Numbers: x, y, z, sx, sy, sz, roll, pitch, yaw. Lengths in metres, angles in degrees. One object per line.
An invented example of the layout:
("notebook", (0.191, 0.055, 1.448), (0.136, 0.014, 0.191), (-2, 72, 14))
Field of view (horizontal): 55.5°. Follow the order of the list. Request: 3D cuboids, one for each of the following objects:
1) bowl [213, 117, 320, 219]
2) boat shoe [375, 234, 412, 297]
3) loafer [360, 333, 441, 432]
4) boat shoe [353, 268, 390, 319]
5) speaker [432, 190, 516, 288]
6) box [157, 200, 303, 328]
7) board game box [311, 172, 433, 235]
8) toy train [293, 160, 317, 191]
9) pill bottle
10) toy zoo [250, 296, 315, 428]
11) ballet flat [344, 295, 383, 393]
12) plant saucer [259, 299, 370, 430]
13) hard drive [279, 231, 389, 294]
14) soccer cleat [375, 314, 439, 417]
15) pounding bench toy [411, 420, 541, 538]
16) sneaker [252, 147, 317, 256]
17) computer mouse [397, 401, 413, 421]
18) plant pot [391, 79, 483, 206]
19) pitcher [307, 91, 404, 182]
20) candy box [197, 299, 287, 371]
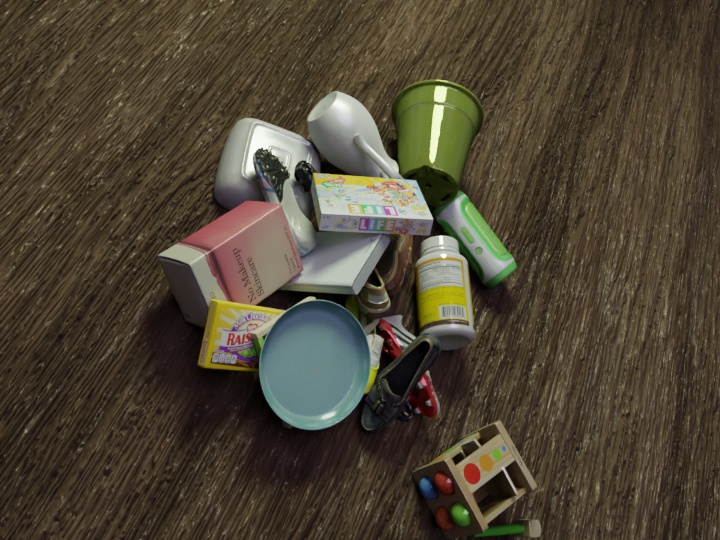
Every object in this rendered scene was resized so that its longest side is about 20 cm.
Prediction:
("bowl", (-0.164, -0.190, 1.290), (0.196, 0.075, 0.204), (20, 60, -18))
("boat shoe", (0.067, -0.034, 1.339), (0.068, 0.071, 0.203), (53, 39, -35))
("loafer", (0.061, 0.189, 1.165), (0.071, 0.063, 0.202), (38, 93, 15))
("boat shoe", (0.000, 0.000, 1.223), (0.070, 0.078, 0.200), (-17, 37, -22))
("speaker", (0.237, -0.065, 1.419), (0.088, 0.088, 0.202), (-33, 83, -34))
("box", (-0.210, -0.012, 1.130), (0.199, 0.107, 0.131), (-38, 122, -34))
("board game box", (0.017, -0.116, 1.197), (0.194, 0.035, 0.136), (2, 37, -14))
("toy train", (-0.059, -0.129, 1.287), (0.201, 0.033, 0.046), (50, 31, -33))
("pill bottle", (0.159, 0.041, 1.315), (0.106, 0.109, 0.205), (9, 63, -21))
("toy zoo", (-0.096, 0.165, 1.133), (0.130, 0.020, 0.205), (-31, 111, -36))
("ballet flat", (0.008, 0.115, 1.201), (0.066, 0.066, 0.204), (34, 36, -36))
("plant saucer", (-0.074, 0.150, 1.099), (0.195, 0.027, 0.207), (1, 89, -29))
("hard drive", (-0.058, -0.017, 1.196), (0.133, 0.196, 0.027), (-58, 133, -33))
("soccer cleat", (0.094, 0.169, 1.246), (0.084, 0.069, 0.202), (-19, 69, -42))
("pounding bench toy", (0.204, 0.394, 1.159), (0.154, 0.124, 0.203), (-24, 78, -32))
("sneaker", (-0.145, -0.117, 1.203), (0.071, 0.072, 0.204), (-23, 87, -55))
("computer mouse", (0.018, 0.200, 1.216), (0.198, 0.034, 0.059), (35, 55, -8))
("plant pot", (0.147, -0.242, 1.386), (0.196, 0.200, 0.194), (20, 57, -15))
("pitcher", (-0.001, -0.237, 1.304), (0.122, 0.171, 0.200), (-47, 116, -6))
("candy box", (-0.166, 0.111, 1.104), (0.197, 0.026, 0.105), (12, 86, -47))
